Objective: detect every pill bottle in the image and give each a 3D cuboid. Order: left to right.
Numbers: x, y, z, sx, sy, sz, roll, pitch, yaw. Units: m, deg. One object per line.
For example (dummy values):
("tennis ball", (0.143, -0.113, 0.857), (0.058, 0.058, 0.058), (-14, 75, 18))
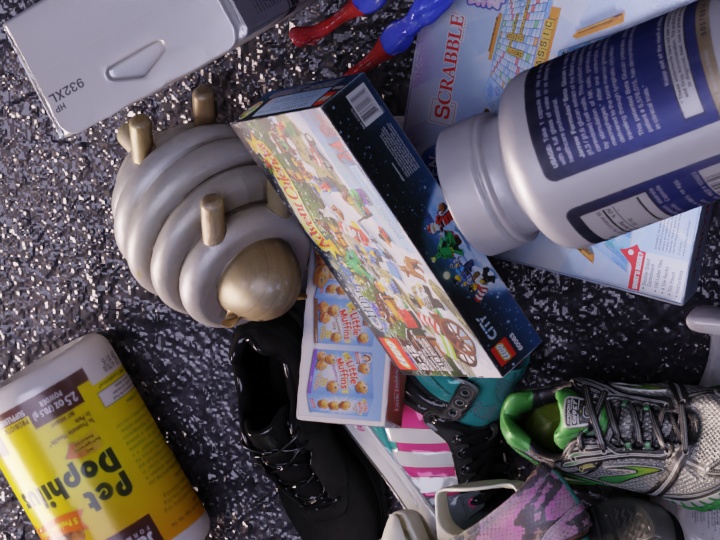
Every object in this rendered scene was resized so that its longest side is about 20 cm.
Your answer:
("pill bottle", (-0.176, 0.153, 1.817), (0.109, 0.109, 0.201), (-28, 95, 23))
("pill bottle", (0.149, -0.079, 1.529), (0.199, 0.111, 0.112), (-20, 98, 24))

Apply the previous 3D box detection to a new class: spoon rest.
("spoon rest", (0.236, 0.107, 1.703), (0.099, 0.061, 0.201), (7, 120, 18))

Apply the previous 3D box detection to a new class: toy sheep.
("toy sheep", (-0.101, -0.039, 1.725), (0.138, 0.137, 0.200), (-56, 50, 23))

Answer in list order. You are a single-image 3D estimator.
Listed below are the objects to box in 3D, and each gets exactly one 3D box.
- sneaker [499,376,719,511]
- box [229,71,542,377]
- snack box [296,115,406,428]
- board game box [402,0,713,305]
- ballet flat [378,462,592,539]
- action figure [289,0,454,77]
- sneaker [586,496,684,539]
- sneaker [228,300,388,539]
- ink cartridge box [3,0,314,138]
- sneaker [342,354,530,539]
("sneaker", (0.168, 0.105, 1.633), (0.199, 0.085, 0.079), (-7, 69, 46))
("box", (0.014, -0.024, 1.609), (0.201, 0.038, 0.136), (56, 158, -14))
("snack box", (0.000, 0.000, 1.718), (0.071, 0.024, 0.202), (3, 86, 33))
("board game box", (0.127, -0.100, 1.616), (0.198, 0.041, 0.201), (15, 108, 17))
("ballet flat", (0.058, 0.177, 1.694), (0.199, 0.069, 0.072), (-30, 81, 31))
("action figure", (0.041, -0.174, 1.558), (0.200, 0.099, 0.065), (-36, 89, 21))
("sneaker", (0.183, 0.205, 1.700), (0.113, 0.077, 0.200), (4, 146, -19))
("sneaker", (-0.045, 0.119, 1.774), (0.076, 0.091, 0.201), (-20, 99, 21))
("ink cartridge box", (-0.113, -0.169, 1.655), (0.144, 0.200, 0.084), (-27, 96, 23))
("sneaker", (0.077, 0.106, 1.738), (0.200, 0.084, 0.121), (50, 123, 1))
